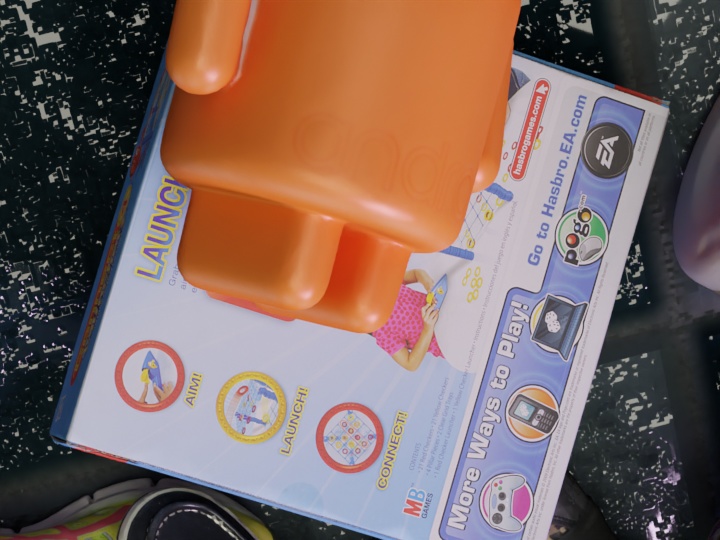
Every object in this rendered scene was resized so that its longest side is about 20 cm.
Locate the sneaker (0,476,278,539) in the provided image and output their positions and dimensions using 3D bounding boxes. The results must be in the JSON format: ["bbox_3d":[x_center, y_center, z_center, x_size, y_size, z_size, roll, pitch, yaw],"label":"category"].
[{"bbox_3d":[-0.128,0.142,1.086,0.199,0.090,0.079,-7,108,-6],"label":"sneaker"}]

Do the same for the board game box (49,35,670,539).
[{"bbox_3d":[0.000,0.000,1.037,0.195,0.056,0.201,18,85,-13],"label":"board game box"}]

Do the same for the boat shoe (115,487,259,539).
[{"bbox_3d":[-0.028,0.168,1.039,0.074,0.062,0.201,-23,74,-31],"label":"boat shoe"}]

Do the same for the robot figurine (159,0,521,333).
[{"bbox_3d":[-0.003,-0.082,0.951,0.143,0.117,0.201,16,86,-11],"label":"robot figurine"}]

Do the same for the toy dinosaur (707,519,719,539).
[{"bbox_3d":[0.231,0.133,1.134,0.135,0.086,0.200,-37,113,6],"label":"toy dinosaur"}]

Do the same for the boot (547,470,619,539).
[{"bbox_3d":[0.053,0.181,1.134,0.150,0.073,0.200,40,94,-18],"label":"boot"}]

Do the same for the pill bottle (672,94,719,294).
[{"bbox_3d":[0.238,-0.010,1.069,0.199,0.111,0.111,23,105,-15],"label":"pill bottle"}]
